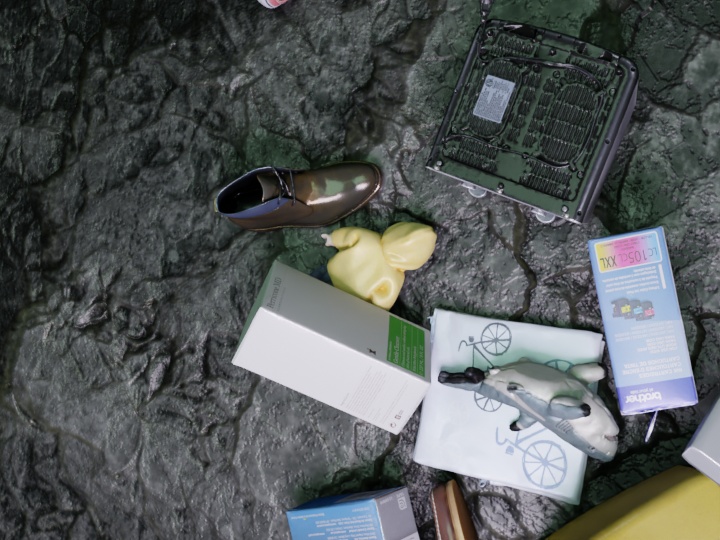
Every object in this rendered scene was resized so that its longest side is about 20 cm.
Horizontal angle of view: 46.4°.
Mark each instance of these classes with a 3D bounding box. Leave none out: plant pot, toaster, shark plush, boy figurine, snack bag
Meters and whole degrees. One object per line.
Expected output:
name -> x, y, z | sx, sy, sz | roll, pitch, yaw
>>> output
plant pot -> 0.303, 0.299, 0.807 | 0.176, 0.200, 0.200 | -43, 75, 1
toaster -> 0.187, -0.163, 0.896 | 0.180, 0.119, 0.202 | 22, 96, 18
shark plush -> 0.175, 0.146, 0.897 | 0.198, 0.091, 0.084 | 6, 119, 14
boy figurine -> 0.000, 0.000, 0.985 | 0.199, 0.064, 0.125 | -37, 77, 14
snack bag -> 0.161, 0.150, 0.945 | 0.198, 0.021, 0.191 | 8, 90, 19

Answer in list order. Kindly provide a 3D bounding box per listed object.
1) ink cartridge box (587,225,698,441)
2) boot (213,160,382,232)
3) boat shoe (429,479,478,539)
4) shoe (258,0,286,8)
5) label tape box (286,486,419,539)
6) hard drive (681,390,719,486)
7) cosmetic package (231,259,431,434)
ink cartridge box -> 0.287, 0.064, 0.842 | 0.076, 0.136, 0.202 | -13, 83, 20
boot -> -0.076, -0.088, 0.997 | 0.198, 0.097, 0.075 | -16, 83, 18
boat shoe -> 0.106, 0.338, 0.930 | 0.070, 0.070, 0.202 | -18, 82, 17
shoe -> -0.046, -0.397, 1.011 | 0.091, 0.071, 0.201 | 33, 94, 23
label tape box -> 0.005, 0.356, 0.946 | 0.143, 0.063, 0.202 | -20, 81, 40
hard drive -> 0.403, 0.143, 0.789 | 0.132, 0.027, 0.200 | 37, 56, 16
cosmetic package -> -0.028, 0.084, 0.919 | 0.199, 0.108, 0.085 | 25, 118, -11
